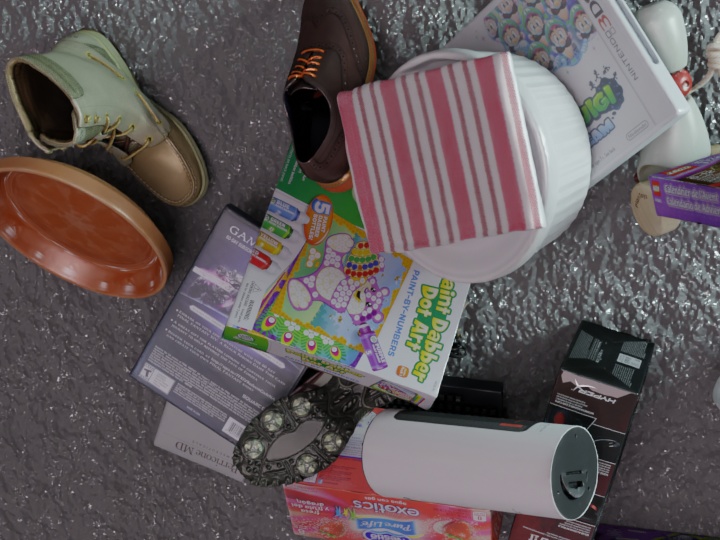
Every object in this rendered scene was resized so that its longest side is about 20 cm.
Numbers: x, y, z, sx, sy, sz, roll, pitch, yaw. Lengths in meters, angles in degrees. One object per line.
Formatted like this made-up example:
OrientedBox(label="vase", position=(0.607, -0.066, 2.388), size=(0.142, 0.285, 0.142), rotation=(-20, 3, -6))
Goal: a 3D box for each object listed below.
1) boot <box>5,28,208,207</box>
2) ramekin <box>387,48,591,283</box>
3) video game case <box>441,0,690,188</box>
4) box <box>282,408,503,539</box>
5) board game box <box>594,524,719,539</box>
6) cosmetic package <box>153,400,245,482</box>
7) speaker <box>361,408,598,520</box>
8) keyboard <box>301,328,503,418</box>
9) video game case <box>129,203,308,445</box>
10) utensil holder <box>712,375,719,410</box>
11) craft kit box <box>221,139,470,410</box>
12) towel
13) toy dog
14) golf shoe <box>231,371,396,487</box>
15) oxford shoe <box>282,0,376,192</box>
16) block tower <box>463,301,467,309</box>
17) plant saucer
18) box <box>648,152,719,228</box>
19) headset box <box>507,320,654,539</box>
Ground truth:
OrientedBox(label="boot", position=(-0.234, -0.127, 1.521), size=(0.072, 0.155, 0.200), rotation=(-36, 94, 21))
OrientedBox(label="ramekin", position=(0.108, -0.096, 1.412), size=(0.202, 0.094, 0.203), rotation=(18, 116, 40))
OrientedBox(label="video game case", position=(0.166, -0.160, 1.416), size=(0.200, 0.024, 0.182), rotation=(-40, 76, 45))
OrientedBox(label="box", position=(0.037, 0.199, 1.563), size=(0.200, 0.103, 0.095), rotation=(6, 140, 12))
OrientedBox(label="board game box", position=(0.251, 0.273, 1.535), size=(0.200, 0.120, 0.032), rotation=(5, 110, 14))
OrientedBox(label="cosmetic package", position=(-0.120, 0.091, 1.602), size=(0.101, 0.071, 0.200), rotation=(21, 110, 7))
OrientedBox(label="speaker", position=(0.102, 0.166, 1.423), size=(0.200, 0.081, 0.081), rotation=(2, 108, 38))
OrientedBox(label="keyboard", position=(0.040, 0.113, 1.595), size=(0.200, 0.021, 0.127), rotation=(5, 107, 12))
OrientedBox(label="video game case", position=(-0.112, 0.057, 1.542), size=(0.143, 0.019, 0.200), rotation=(33, 109, 3))
OrientedBox(label="utensil holder", position=(0.434, 0.135, 1.423), size=(0.170, 0.170, 0.200), rotation=(-39, 95, 21))
OrientedBox(label="craft kit box", position=(0.000, 0.000, 1.481), size=(0.197, 0.049, 0.200), rotation=(19, 68, -4))
OrientedBox(label="towel", position=(0.066, -0.095, 1.368), size=(0.200, 0.030, 0.147), rotation=(-8, 96, 45))
OrientedBox(label="toy dog", position=(0.261, -0.133, 1.430), size=(0.132, 0.096, 0.200), rotation=(-1, 102, -30))
OrientedBox(label="golf shoe", position=(-0.030, 0.130, 1.529), size=(0.200, 0.088, 0.077), rotation=(-37, 91, -2))
OrientedBox(label="oxford shoe", position=(-0.031, -0.174, 1.465), size=(0.071, 0.073, 0.200), rotation=(-14, 70, 27))
OrientedBox(label="block tower", position=(0.003, -0.002, 1.544), size=(0.200, 0.054, 0.058), rotation=(33, 90, 3))
OrientedBox(label="plant saucer", position=(-0.269, -0.044, 1.566), size=(0.200, 0.032, 0.200), rotation=(19, 151, 11))
OrientedBox(label="box", position=(0.357, -0.082, 1.348), size=(0.200, 0.137, 0.039), rotation=(-18, 103, -17))
OrientedBox(label="headset box", position=(0.199, 0.166, 1.501), size=(0.075, 0.149, 0.200), rotation=(18, 110, 10))
